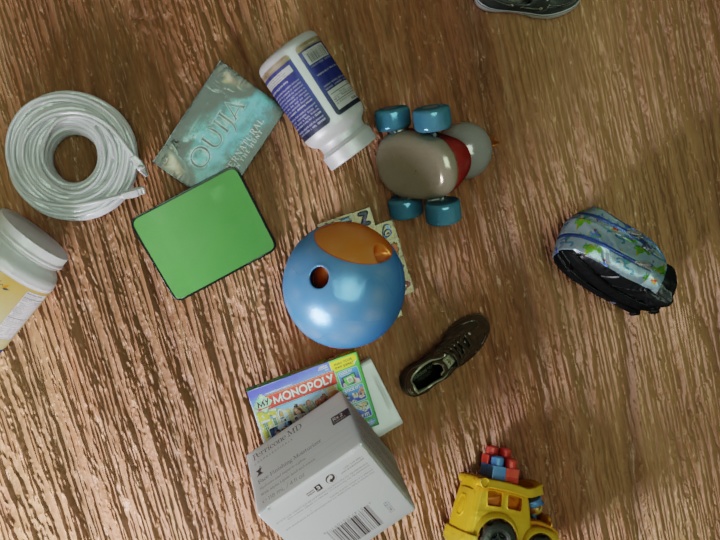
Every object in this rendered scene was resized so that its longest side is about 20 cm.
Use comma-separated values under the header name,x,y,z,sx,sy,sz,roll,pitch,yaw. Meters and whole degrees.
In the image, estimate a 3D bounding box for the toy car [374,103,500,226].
name,x,y,z,sx,sy,sz,roll,pitch,yaw
toy car,0.145,-0.197,1.221,0.198,0.176,0.187,-24,114,-36

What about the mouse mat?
name,x,y,z,sx,sy,sz,roll,pitch,yaw
mouse mat,-0.258,-0.059,1.197,0.198,0.008,0.163,-28,110,-4

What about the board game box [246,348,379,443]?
name,x,y,z,sx,sy,sz,roll,pitch,yaw
board game box,-0.081,0.232,1.231,0.197,0.029,0.137,-19,98,-8

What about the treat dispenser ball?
name,x,y,z,sx,sy,sz,roll,pitch,yaw
treat dispenser ball,-0.026,0.023,1.156,0.197,0.201,0.205,-1,95,-9

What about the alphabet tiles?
name,x,y,z,sx,sy,sz,roll,pitch,yaw
alphabet tiles,0.000,0.000,1.264,0.164,0.006,0.203,-19,97,-8

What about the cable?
name,x,y,z,sx,sy,sz,roll,pitch,yaw
cable,-0.453,-0.180,1.143,0.197,0.069,0.203,-24,97,-6

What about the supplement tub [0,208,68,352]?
name,x,y,z,sx,sy,sz,roll,pitch,yaw
supplement tub,-0.560,0.021,1.101,0.144,0.144,0.201,40,87,-10

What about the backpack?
name,x,y,z,sx,sy,sz,roll,pitch,yaw
backpack,0.437,-0.018,1.271,0.197,0.163,0.156,15,83,-4

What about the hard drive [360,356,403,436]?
name,x,y,z,sx,sy,sz,roll,pitch,yaw
hard drive,-0.040,0.260,1.267,0.198,0.026,0.133,-29,98,-6

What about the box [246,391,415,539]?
name,x,y,z,sx,sy,sz,roll,pitch,yaw
box,-0.048,0.347,1.178,0.198,0.131,0.201,-34,123,2

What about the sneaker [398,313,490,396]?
name,x,y,z,sx,sy,sz,roll,pitch,yaw
sneaker,0.157,0.156,1.267,0.199,0.076,0.071,-40,99,-4

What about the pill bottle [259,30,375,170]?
name,x,y,z,sx,sy,sz,roll,pitch,yaw
pill bottle,-0.066,-0.274,1.176,0.115,0.116,0.201,-35,99,-5

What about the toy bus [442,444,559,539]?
name,x,y,z,sx,sy,sz,roll,pitch,yaw
toy bus,0.266,0.420,1.291,0.197,0.136,0.195,16,76,-13

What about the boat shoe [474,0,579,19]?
name,x,y,z,sx,sy,sz,roll,pitch,yaw
boat shoe,0.296,-0.479,1.251,0.196,0.057,0.070,-4,95,-9

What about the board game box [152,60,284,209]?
name,x,y,z,sx,sy,sz,roll,pitch,yaw
board game box,-0.233,-0.224,1.196,0.134,0.028,0.202,34,88,-11
